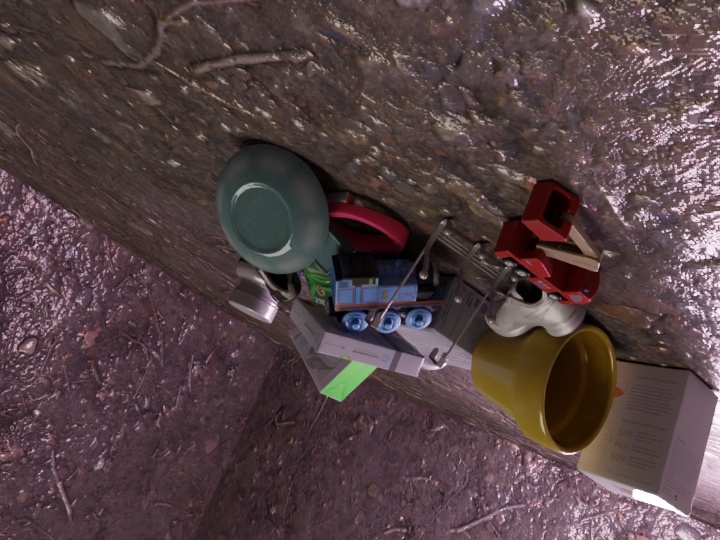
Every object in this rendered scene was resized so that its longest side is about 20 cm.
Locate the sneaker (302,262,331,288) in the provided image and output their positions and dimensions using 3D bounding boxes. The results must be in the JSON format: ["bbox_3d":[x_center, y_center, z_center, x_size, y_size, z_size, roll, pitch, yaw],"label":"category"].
[{"bbox_3d":[-0.102,-0.050,1.019,0.201,0.074,0.083,50,-168,11],"label":"sneaker"}]

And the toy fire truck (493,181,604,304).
[{"bbox_3d":[0.237,-0.023,0.730,0.197,0.050,0.140,33,164,-24],"label":"toy fire truck"}]

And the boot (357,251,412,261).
[{"bbox_3d":[0.000,0.000,1.073,0.193,0.073,0.146,-7,-178,1],"label":"boot"}]

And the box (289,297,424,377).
[{"bbox_3d":[-0.008,0.112,1.040,0.195,0.042,0.156,19,-171,-28],"label":"box"}]

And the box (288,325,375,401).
[{"bbox_3d":[-0.033,0.148,1.354,0.096,0.199,0.178,36,-165,-52],"label":"box"}]

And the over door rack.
[{"bbox_3d":[0.121,0.047,0.896,0.145,0.202,0.067,31,-160,-20],"label":"over door rack"}]

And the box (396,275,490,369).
[{"bbox_3d":[0.166,0.101,1.159,0.198,0.107,0.182,35,164,-28],"label":"box"}]

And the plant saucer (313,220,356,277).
[{"bbox_3d":[-0.096,-0.080,0.961,0.200,0.070,0.019,47,-156,-8],"label":"plant saucer"}]

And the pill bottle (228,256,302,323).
[{"bbox_3d":[-0.162,-0.014,1.136,0.116,0.205,0.120,23,167,6],"label":"pill bottle"}]

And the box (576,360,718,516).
[{"bbox_3d":[0.477,0.271,1.017,0.105,0.205,0.151,33,164,-27],"label":"box"}]

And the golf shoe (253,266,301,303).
[{"bbox_3d":[-0.162,-0.041,1.031,0.203,0.076,0.088,55,172,-1],"label":"golf shoe"}]

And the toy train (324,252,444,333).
[{"bbox_3d":[0.040,0.032,0.961,0.193,0.088,0.117,-2,127,-8],"label":"toy train"}]

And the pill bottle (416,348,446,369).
[{"bbox_3d":[0.132,0.170,1.437,0.113,0.119,0.199,28,165,-13],"label":"pill bottle"}]

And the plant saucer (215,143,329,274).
[{"bbox_3d":[-0.143,-0.084,0.926,0.196,0.206,0.039,23,-152,11],"label":"plant saucer"}]

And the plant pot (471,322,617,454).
[{"bbox_3d":[0.293,0.173,1.021,0.199,0.205,0.187,34,168,-33],"label":"plant pot"}]

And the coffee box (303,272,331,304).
[{"bbox_3d":[-0.061,0.039,1.231,0.122,0.043,0.206,13,123,55],"label":"coffee box"}]

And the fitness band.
[{"bbox_3d":[-0.006,-0.073,1.001,0.142,0.038,0.198,35,164,-30],"label":"fitness band"}]

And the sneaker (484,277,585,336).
[{"bbox_3d":[0.251,0.047,0.939,0.100,0.076,0.199,45,157,-15],"label":"sneaker"}]
